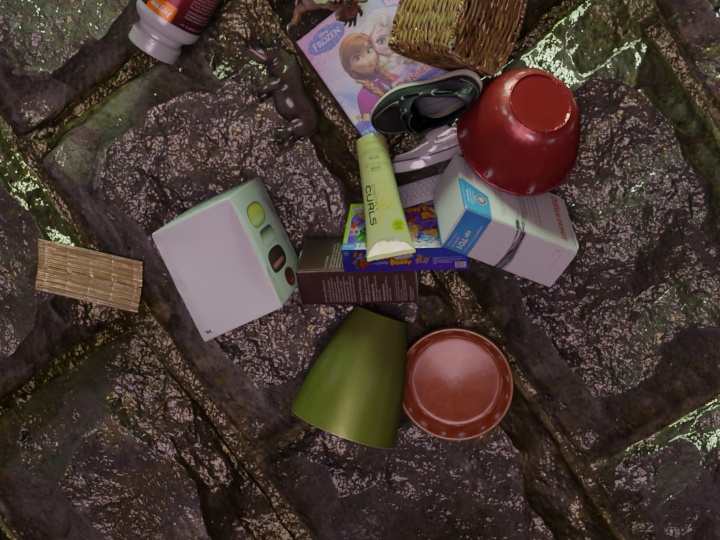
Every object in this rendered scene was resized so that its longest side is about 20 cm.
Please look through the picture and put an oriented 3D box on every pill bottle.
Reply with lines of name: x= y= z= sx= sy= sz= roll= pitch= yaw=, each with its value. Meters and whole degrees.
pill bottle: x=-0.281 y=-0.433 z=1.564 sx=0.112 sy=0.113 sz=0.201 roll=33 pitch=106 yaw=-1

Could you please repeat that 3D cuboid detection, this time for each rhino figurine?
rhino figurine: x=-0.131 y=-0.298 z=1.604 sx=0.087 sy=0.060 sz=0.202 roll=-23 pitch=100 yaw=-7

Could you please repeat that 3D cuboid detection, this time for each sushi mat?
sushi mat: x=-0.479 y=0.010 z=1.757 sx=0.197 sy=0.012 sz=0.097 roll=12 pitch=104 yaw=4

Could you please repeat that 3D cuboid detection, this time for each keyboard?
keyboard: x=0.138 y=-0.140 z=1.612 sx=0.198 sy=0.057 sz=0.011 roll=-17 pitch=126 yaw=12

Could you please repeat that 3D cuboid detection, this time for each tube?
tube: x=0.033 y=-0.115 z=1.554 sx=0.058 sy=0.052 sz=0.203 roll=-26 pitch=64 yaw=41

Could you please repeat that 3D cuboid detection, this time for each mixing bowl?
mixing bowl: x=0.252 y=-0.225 z=1.493 sx=0.197 sy=0.109 sz=0.203 roll=3 pitch=70 yaw=-9

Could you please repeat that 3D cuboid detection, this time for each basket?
basket: x=0.157 y=-0.405 z=1.511 sx=0.142 sy=0.148 sz=0.203 roll=13 pitch=93 yaw=-41

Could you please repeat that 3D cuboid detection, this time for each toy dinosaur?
toy dinosaur: x=-0.048 y=-0.436 z=1.523 sx=0.134 sy=0.202 sz=0.086 roll=-3 pitch=141 yaw=9

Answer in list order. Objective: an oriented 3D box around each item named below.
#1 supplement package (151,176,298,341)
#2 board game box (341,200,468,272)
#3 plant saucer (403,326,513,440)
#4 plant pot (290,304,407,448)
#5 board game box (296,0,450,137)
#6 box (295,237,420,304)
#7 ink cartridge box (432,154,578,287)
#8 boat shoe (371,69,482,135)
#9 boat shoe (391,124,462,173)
supplement package: x=-0.206 y=-0.024 z=1.613 sx=0.146 sy=0.200 sz=0.193 roll=-23 pitch=101 yaw=13
board game box: x=0.075 y=-0.056 z=1.596 sx=0.197 sy=0.135 sz=0.045 roll=-2 pitch=126 yaw=8
plant saucer: x=0.162 y=0.192 z=1.704 sx=0.197 sy=0.032 sz=0.203 roll=2 pitch=104 yaw=8
plant pot: x=0.003 y=0.167 z=1.660 sx=0.185 sy=0.187 sz=0.202 roll=19 pitch=91 yaw=3
board game box: x=0.034 y=-0.341 z=1.581 sx=0.199 sy=0.041 sz=0.200 roll=-35 pitch=97 yaw=15
box: x=0.000 y=0.000 z=1.635 sx=0.197 sy=0.101 sz=0.076 roll=0 pitch=124 yaw=8
ink cartridge box: x=0.220 y=-0.077 z=1.533 sx=0.198 sy=0.147 sz=0.086 roll=21 pitch=126 yaw=-18
boat shoe: x=0.093 y=-0.240 z=1.511 sx=0.197 sy=0.067 sz=0.075 roll=-11 pitch=134 yaw=32
boat shoe: x=0.135 y=-0.211 z=1.586 sx=0.198 sy=0.072 sz=0.066 roll=-19 pitch=97 yaw=11
